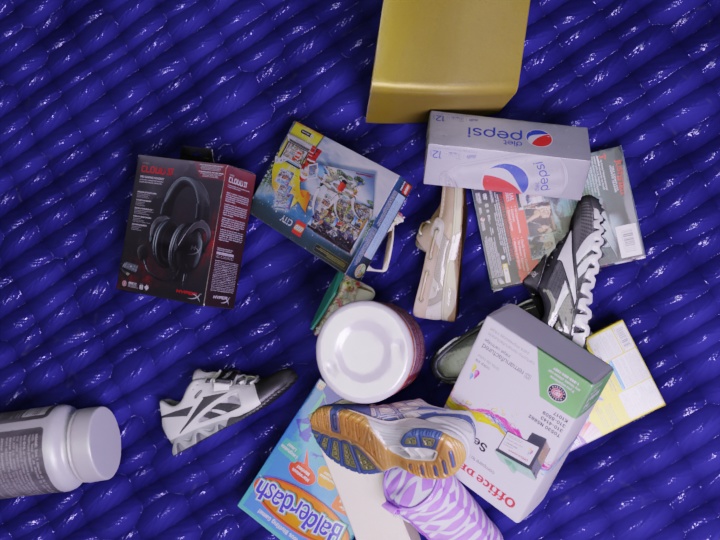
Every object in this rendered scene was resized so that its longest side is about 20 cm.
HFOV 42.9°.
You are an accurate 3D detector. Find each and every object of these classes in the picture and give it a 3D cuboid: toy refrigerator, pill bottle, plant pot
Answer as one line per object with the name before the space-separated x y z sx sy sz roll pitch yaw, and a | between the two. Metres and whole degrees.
toy refrigerator | 0.004 0.257 1.121 0.069 0.076 0.203 -23 85 6
pill bottle | 0.019 0.096 1.109 0.112 0.200 0.117 -1 87 10
pill bottle | -0.430 0.241 1.223 0.196 0.114 0.116 -8 85 10
plant pot | 0.107 -0.286 1.129 0.173 0.200 0.204 8 88 -1

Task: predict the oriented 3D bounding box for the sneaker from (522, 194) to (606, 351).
sneaker | 0.244 0.000 1.112 0.089 0.067 0.204 10 79 5

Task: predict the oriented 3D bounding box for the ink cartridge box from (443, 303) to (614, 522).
ink cartridge box | 0.181 0.166 1.073 0.144 0.084 0.203 33 115 23

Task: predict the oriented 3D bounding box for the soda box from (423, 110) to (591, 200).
soda box | 0.177 -0.140 1.119 0.196 0.064 0.069 6 46 2

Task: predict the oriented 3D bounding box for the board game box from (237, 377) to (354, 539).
board game box | -0.044 0.264 1.189 0.151 0.045 0.202 33 93 10

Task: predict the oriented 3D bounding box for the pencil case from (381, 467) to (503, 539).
pencil case | 0.100 0.295 1.090 0.083 0.200 0.086 7 56 46

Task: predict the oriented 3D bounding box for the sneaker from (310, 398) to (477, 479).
sneaker | 0.039 0.186 1.053 0.197 0.088 0.077 8 114 27

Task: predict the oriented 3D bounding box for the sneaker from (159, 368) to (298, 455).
sneaker | -0.179 0.161 1.204 0.198 0.074 0.090 -27 84 7

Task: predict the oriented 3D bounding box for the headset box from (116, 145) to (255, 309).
headset box | -0.228 -0.061 1.209 0.146 0.077 0.204 10 90 25

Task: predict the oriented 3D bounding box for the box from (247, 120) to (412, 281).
box | -0.044 -0.092 1.173 0.199 0.038 0.138 32 94 36

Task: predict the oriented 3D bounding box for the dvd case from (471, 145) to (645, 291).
dvd case | 0.250 -0.066 1.170 0.196 0.022 0.149 -13 85 10

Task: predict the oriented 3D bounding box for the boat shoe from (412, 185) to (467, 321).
boat shoe | 0.100 -0.038 1.170 0.064 0.072 0.204 5 91 12

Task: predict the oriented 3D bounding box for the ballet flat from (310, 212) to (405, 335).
ballet flat | 0.000 0.000 1.187 0.063 0.076 0.203 23 94 -7

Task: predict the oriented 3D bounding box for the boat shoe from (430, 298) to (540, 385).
boat shoe | 0.182 0.091 1.152 0.198 0.060 0.076 -30 81 7

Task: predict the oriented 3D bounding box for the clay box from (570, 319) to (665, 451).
clay box | 0.261 0.158 1.141 0.198 0.048 0.116 -28 82 9
